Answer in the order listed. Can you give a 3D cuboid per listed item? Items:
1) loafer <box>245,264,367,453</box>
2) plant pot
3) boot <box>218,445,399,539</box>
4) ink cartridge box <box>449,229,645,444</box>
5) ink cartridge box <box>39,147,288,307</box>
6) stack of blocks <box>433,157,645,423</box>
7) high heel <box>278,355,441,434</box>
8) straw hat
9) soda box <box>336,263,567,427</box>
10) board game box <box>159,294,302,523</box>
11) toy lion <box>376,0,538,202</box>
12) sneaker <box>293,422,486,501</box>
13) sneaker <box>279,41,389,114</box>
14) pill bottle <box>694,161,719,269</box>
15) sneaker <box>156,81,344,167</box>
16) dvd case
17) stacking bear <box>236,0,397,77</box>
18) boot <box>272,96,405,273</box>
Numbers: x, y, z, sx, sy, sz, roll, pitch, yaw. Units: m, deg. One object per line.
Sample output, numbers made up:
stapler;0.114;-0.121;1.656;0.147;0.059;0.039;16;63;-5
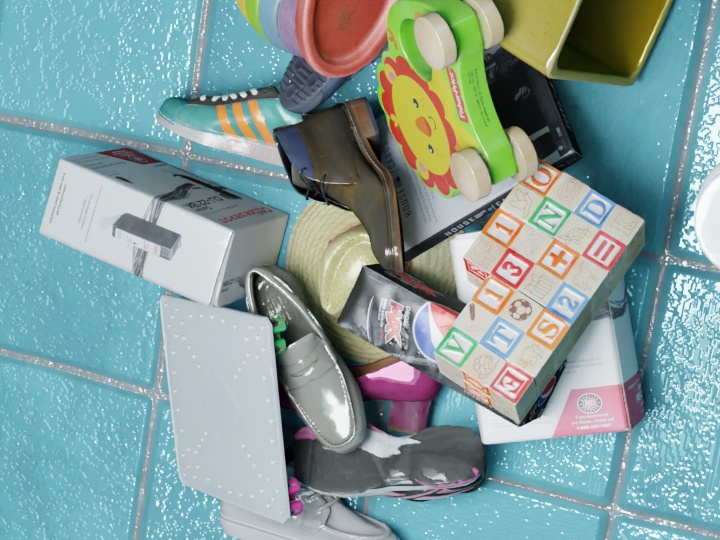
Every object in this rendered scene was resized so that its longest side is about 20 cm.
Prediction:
loafer;-0.058;0.085;1.662;0.070;0.070;0.200;-34;73;11
plant pot;0.162;-0.294;1.531;0.200;0.194;0.196;30;107;26
boot;-0.053;0.231;1.741;0.199;0.074;0.096;8;107;21
ink cartridge box;0.177;0.052;1.623;0.146;0.083;0.201;-8;95;22
ink cartridge box;-0.191;-0.046;1.719;0.200;0.144;0.084;23;105;16
stack of blocks;0.146;0.016;1.509;0.115;0.059;0.200;32;77;19
high heel;-0.018;0.094;1.710;0.199;0.067;0.096;11;115;5
straw hat;0.000;0.000;1.683;0.200;0.085;0.202;3;99;20
soda box;0.083;0.065;1.579;0.200;0.071;0.063;28;103;18
board game box;-0.127;0.130;1.699;0.200;0.026;0.201;10;108;53
toy lion;0.068;-0.153;1.524;0.192;0.069;0.200;32;143;57
sneaker;0.030;0.198;1.697;0.199;0.086;0.081;4;65;18
sneaker;0.009;-0.216;1.644;0.200;0.082;0.070;-45;46;16
pill bottle;0.348;-0.052;1.479;0.113;0.200;0.113;3;99;21
sneaker;-0.103;-0.153;1.715;0.199;0.071;0.080;16;98;13
dvd case;0.098;-0.118;1.627;0.200;0.025;0.151;-31;58;23
stacking bear;-0.068;-0.267;1.593;0.200;0.121;0.114;38;120;39
boot;-0.018;-0.070;1.607;0.097;0.075;0.200;-12;52;-4
